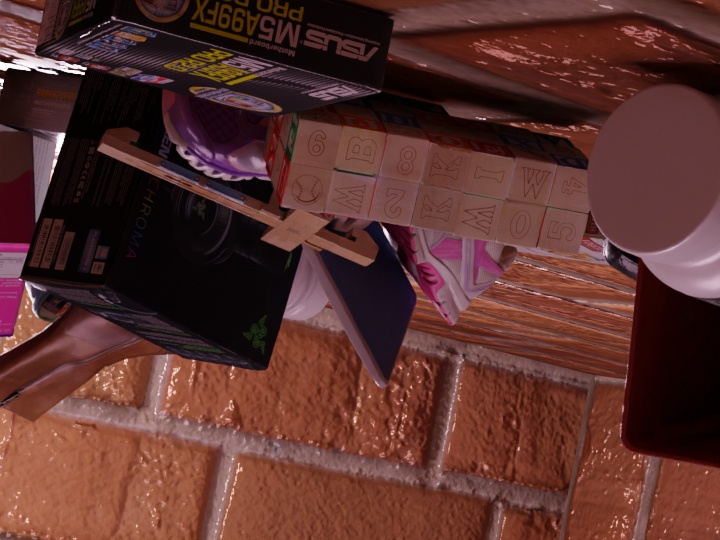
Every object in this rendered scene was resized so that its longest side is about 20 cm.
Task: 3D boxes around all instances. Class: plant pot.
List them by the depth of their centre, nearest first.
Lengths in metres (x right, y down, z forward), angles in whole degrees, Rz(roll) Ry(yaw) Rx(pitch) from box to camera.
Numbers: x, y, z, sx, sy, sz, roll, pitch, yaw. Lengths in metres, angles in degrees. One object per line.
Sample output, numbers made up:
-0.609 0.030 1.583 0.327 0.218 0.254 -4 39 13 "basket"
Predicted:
0.321 0.039 1.423 0.199 0.202 0.175 8 -176 40 "plant pot"

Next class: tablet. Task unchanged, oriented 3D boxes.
0.000 0.000 1.519 0.014 0.131 0.200 -24 -167 16 "tablet"

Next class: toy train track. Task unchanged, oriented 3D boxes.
-0.078 -0.057 1.357 0.199 0.033 0.115 23 166 -11 "toy train track"

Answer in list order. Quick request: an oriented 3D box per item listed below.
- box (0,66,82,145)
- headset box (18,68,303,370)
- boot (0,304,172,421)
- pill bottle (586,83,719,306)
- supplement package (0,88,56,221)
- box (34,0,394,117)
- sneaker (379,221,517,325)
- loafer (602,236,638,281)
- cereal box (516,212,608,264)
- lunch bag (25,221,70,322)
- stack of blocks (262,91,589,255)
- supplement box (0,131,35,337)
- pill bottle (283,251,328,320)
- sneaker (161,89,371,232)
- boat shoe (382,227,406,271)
-0.173 -0.112 1.650 0.157 0.049 0.200 10 176 32 "box"
-0.127 -0.038 1.471 0.092 0.176 0.200 6 163 38 "headset box"
-0.219 0.082 1.778 0.200 0.069 0.188 -37 151 18 "boot"
0.224 -0.034 1.150 0.115 0.117 0.199 7 174 44 "pill bottle"
-0.381 -0.112 1.766 0.199 0.118 0.116 15 173 -41 "supplement package"
-0.090 -0.135 1.179 0.159 0.045 0.200 14 175 -21 "box"
0.063 -0.044 1.548 0.081 0.088 0.200 51 176 32 "sneaker"
0.286 -0.016 1.555 0.199 0.069 0.070 8 168 -11 "loafer"
0.158 -0.038 1.743 0.199 0.040 0.144 10 174 36 "cereal box"
-0.196 -0.018 1.794 0.199 0.078 0.160 2 149 -42 "lunch bag"
0.043 -0.070 1.318 0.198 0.059 0.115 10 -162 -12 "stack of blocks"
-0.324 -0.028 1.654 0.102 0.102 0.200 2 156 -16 "supplement box"
-0.115 -0.016 1.683 0.199 0.113 0.112 14 175 -43 "pill bottle"
-0.042 -0.095 1.397 0.199 0.081 0.088 23 154 -32 "sneaker"
0.052 -0.020 1.817 0.067 0.057 0.200 44 -166 7 "boat shoe"
